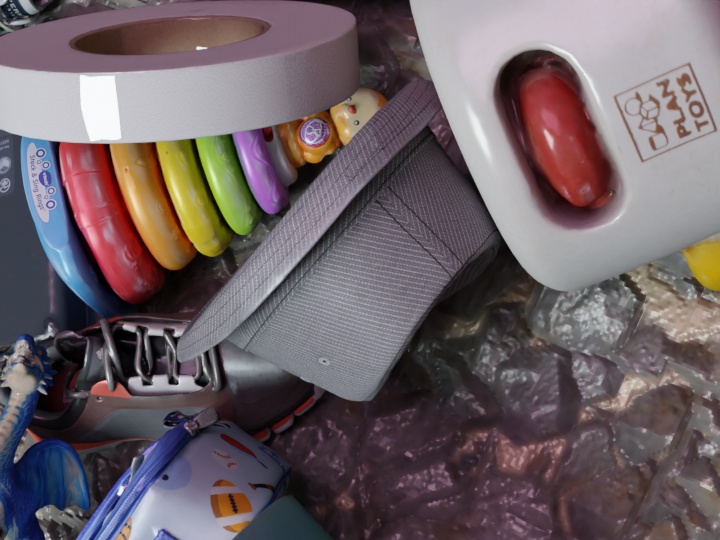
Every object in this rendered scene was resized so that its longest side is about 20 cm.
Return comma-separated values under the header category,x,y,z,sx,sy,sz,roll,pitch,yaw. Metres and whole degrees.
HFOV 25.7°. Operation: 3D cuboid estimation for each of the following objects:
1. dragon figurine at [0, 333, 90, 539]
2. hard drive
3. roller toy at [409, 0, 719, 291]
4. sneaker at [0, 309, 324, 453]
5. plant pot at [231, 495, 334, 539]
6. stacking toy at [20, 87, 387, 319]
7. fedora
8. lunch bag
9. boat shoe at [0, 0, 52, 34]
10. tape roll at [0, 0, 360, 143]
category,x,y,z,sx,sy,sz,roll,pitch,yaw
dragon figurine,-0.181,0.119,0.829,0.058,0.201,0.100,7,46,18
hard drive,-0.231,-0.035,0.955,0.138,0.033,0.202,-15,67,23
roller toy,0.116,-0.093,0.729,0.139,0.182,0.202,-22,66,15
sneaker,-0.111,0.057,0.843,0.198,0.082,0.078,-15,68,18
plant pot,-0.032,0.228,0.693,0.161,0.201,0.201,38,91,10
stacking toy,-0.075,-0.056,0.866,0.198,0.110,0.117,-19,67,6
fedora,0.000,0.000,0.753,0.090,0.200,0.177,43,61,-3
lunch bag,-0.112,0.156,0.764,0.075,0.160,0.201,35,96,4
boat shoe,-0.223,-0.182,0.972,0.200,0.074,0.067,-42,64,1
tape roll,-0.099,-0.109,0.836,0.201,0.203,0.037,5,110,26
